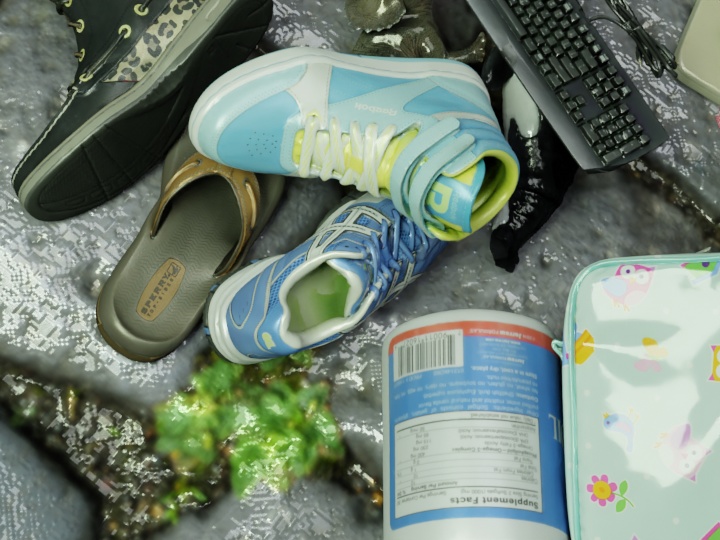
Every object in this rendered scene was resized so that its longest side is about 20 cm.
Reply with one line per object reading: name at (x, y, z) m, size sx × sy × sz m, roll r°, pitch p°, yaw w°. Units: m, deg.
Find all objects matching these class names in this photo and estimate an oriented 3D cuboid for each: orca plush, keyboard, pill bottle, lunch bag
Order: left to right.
pill bottle at (0.068, 0.134, 0.983) m, size 0.112 × 0.112 × 0.201 m, roll 6°, pitch 67°, yaw -16°
orca plush at (0.130, -0.101, 1.101) m, size 0.105 × 0.071 × 0.201 m, roll 45°, pitch 55°, yaw -37°
keyboard at (0.142, -0.163, 1.096) m, size 0.127 × 0.021 × 0.201 m, roll -27°, pitch 79°, yaw -33°
lunch bag at (0.193, 0.085, 0.959) m, size 0.159 × 0.077 × 0.201 m, roll -2°, pitch 84°, yaw 21°

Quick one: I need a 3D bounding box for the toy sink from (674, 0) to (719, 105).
toy sink at (0.351, -0.167, 1.203) m, size 0.199 × 0.112 × 0.131 m, roll 30°, pitch 62°, yaw -4°

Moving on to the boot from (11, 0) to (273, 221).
boot at (-0.172, -0.142, 1.046) m, size 0.154 × 0.074 × 0.204 m, roll 41°, pitch 82°, yaw 22°

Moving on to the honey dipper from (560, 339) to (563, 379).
honey dipper at (0.198, 0.026, 1.117) m, size 0.200 × 0.038 × 0.038 m, roll -31°, pitch 81°, yaw -31°

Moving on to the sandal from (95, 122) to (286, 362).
sandal at (-0.101, -0.036, 1.029) m, size 0.081 × 0.055 × 0.201 m, roll 32°, pitch 62°, yaw -4°

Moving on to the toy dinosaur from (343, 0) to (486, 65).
toy dinosaur at (0.024, -0.121, 1.105) m, size 0.102 × 0.077 × 0.201 m, roll 12°, pitch 96°, yaw -9°

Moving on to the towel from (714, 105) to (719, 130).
towel at (0.334, -0.036, 1.127) m, size 0.145 × 0.030 × 0.201 m, roll -16°, pitch 98°, yaw -1°

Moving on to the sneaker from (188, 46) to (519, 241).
sneaker at (0.005, -0.071, 0.987) m, size 0.199 × 0.080 × 0.131 m, roll -7°, pitch 40°, yaw -19°

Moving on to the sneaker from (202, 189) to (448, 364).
sneaker at (0.000, 0.000, 1.023) m, size 0.200 × 0.077 × 0.076 m, roll -37°, pitch 111°, yaw -25°
